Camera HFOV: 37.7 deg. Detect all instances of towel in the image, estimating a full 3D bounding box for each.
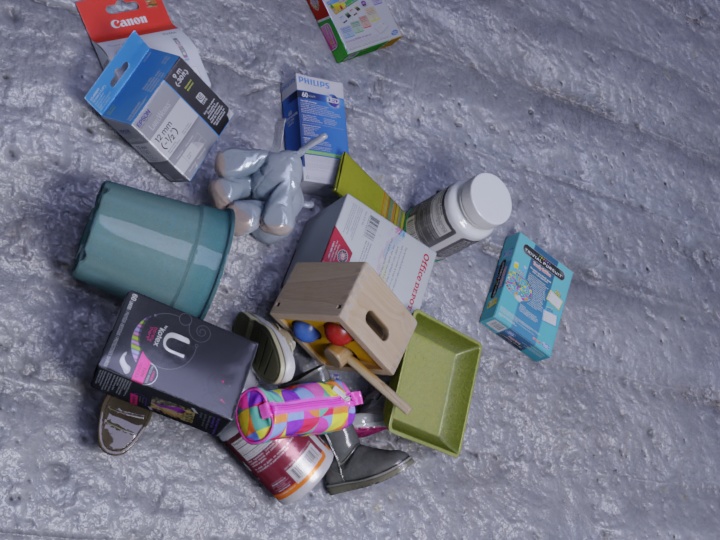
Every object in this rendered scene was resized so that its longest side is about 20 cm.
[{"bbox_3d":[0.017,-0.120,1.868,0.200,0.018,0.087,42,48,-43],"label":"towel"}]

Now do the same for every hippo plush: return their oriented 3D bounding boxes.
[{"bbox_3d":[-0.158,-0.132,1.719,0.157,0.161,0.202,20,77,4],"label":"hippo plush"}]

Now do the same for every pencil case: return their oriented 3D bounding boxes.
[{"bbox_3d":[-0.090,0.203,1.537,0.199,0.088,0.090,-3,75,-50],"label":"pencil case"}]

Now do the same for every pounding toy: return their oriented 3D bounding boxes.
[{"bbox_3d":[-0.012,0.104,1.637,0.200,0.183,0.143,49,56,-36],"label":"pounding toy"}]

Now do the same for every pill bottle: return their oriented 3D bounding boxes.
[{"bbox_3d":[0.173,-0.095,1.894,0.112,0.199,0.115,13,66,-31],"label":"pill bottle"},{"bbox_3d":[-0.145,0.249,1.611,0.200,0.114,0.114,49,54,-10],"label":"pill bottle"}]

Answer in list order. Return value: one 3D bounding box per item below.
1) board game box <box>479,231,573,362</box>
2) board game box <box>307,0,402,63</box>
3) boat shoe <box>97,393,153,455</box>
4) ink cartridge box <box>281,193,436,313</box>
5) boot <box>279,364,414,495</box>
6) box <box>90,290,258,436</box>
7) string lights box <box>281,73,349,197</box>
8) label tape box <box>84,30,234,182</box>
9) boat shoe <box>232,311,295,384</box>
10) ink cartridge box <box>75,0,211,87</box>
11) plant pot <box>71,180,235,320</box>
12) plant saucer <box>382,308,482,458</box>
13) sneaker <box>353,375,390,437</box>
[{"bbox_3d":[0.324,0.051,2.044,0.150,0.047,0.202,35,57,-20],"label":"board game box"},{"bbox_3d":[-0.024,-0.509,2.003,0.152,0.040,0.202,-25,89,-38],"label":"board game box"},{"bbox_3d":[-0.334,0.178,1.530,0.071,0.068,0.202,21,60,-14],"label":"boat shoe"},{"bbox_3d":[0.000,0.000,1.777,0.199,0.144,0.147,32,58,-20],"label":"ink cartridge box"},{"bbox_3d":[-0.023,0.243,1.669,0.072,0.180,0.203,-11,82,-63],"label":"boot"},{"bbox_3d":[-0.261,0.132,1.478,0.198,0.106,0.124,23,63,-12],"label":"box"},{"bbox_3d":[-0.078,-0.238,1.860,0.102,0.059,0.203,6,71,-33],"label":"string lights box"},{"bbox_3d":[-0.312,-0.257,1.656,0.200,0.066,0.144,46,64,-35],"label":"label tape box"},{"bbox_3d":[-0.134,0.117,1.623,0.068,0.200,0.076,13,106,-28],"label":"boat shoe"},{"bbox_3d":[-0.353,-0.368,1.725,0.161,0.057,0.202,-22,91,-37],"label":"ink cartridge box"},{"bbox_3d":[-0.311,-0.030,1.558,0.194,0.200,0.203,21,63,-18],"label":"plant pot"},{"bbox_3d":[0.110,0.188,1.740,0.199,0.047,0.203,28,69,-44],"label":"plant saucer"},{"bbox_3d":[0.040,0.219,1.776,0.199,0.081,0.089,-17,83,-45],"label":"sneaker"}]
